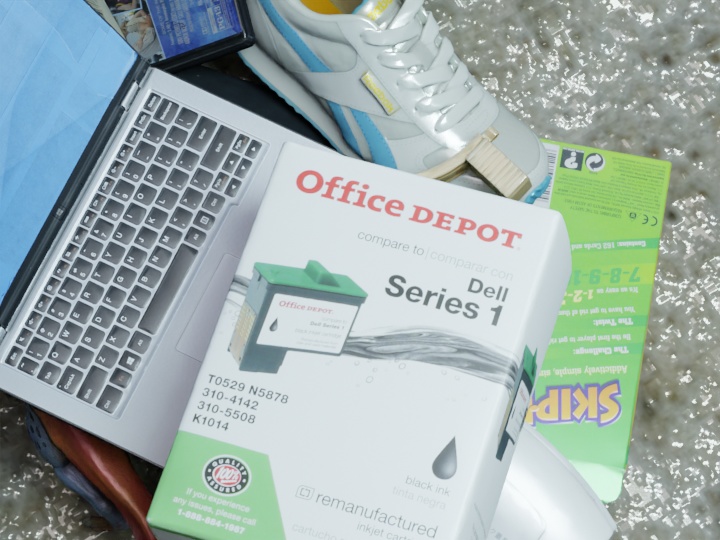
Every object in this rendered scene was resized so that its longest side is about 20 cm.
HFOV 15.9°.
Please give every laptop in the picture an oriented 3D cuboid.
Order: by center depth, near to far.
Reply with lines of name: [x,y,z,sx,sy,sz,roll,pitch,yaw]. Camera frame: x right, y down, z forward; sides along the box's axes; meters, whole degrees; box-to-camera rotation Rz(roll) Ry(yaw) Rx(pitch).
laptop: [-0.125,-0.030,1.248,0.200,0.116,0.188,25,74,7]

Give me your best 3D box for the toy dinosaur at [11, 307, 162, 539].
toy dinosaur: [-0.144,0.041,1.316,0.105,0.200,0.182,-34,120,-4]

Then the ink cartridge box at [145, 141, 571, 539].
ink cartridge box: [0.003,0.055,1.213,0.146,0.084,0.200,15,73,12]

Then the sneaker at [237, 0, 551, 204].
sneaker: [0.017,-0.102,1.357,0.200,0.081,0.077,37,54,10]

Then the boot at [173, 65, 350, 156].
boot: [-0.049,-0.013,1.380,0.168,0.076,0.200,10,63,-3]

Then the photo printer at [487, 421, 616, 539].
photo printer: [0.018,0.151,1.290,0.166,0.069,0.200,36,101,9]

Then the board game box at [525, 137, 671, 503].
board game box: [0.108,0.027,1.403,0.095,0.030,0.200,11,67,1]

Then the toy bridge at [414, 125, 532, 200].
toy bridge: [0.000,0.000,1.316,0.067,0.027,0.200,43,88,13]

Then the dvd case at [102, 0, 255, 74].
dvd case: [-0.164,-0.158,1.396,0.200,0.018,0.143,-18,82,18]

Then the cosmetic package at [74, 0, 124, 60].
cosmetic package: [-0.228,-0.096,1.363,0.200,0.071,0.105,-35,73,13]
